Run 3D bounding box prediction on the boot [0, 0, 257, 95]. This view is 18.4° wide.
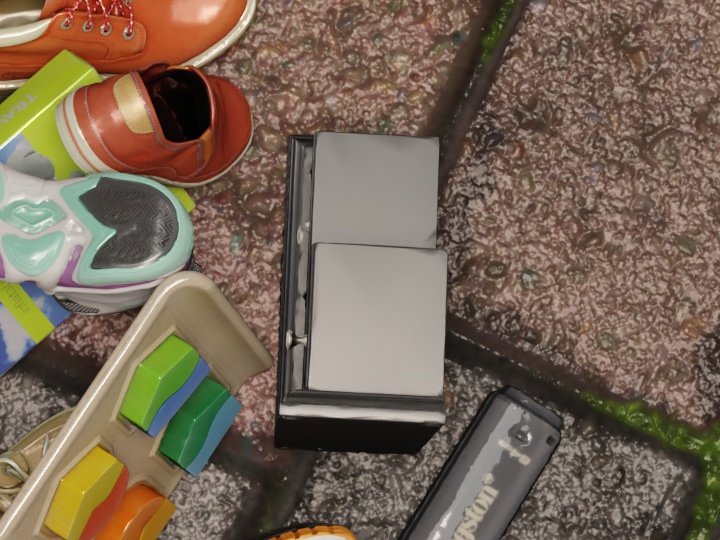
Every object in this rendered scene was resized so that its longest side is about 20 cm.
[{"bbox_3d":[-0.159,-0.158,1.360,0.199,0.107,0.075,-12,79,-7],"label":"boot"}]

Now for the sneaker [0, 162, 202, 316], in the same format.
[{"bbox_3d":[-0.187,-0.012,1.274,0.199,0.140,0.078,12,75,8],"label":"sneaker"}]

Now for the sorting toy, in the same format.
[{"bbox_3d":[-0.129,0.107,1.278,0.036,0.185,0.200,35,81,19],"label":"sorting toy"}]

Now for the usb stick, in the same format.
[{"bbox_3d":[0.054,0.164,1.354,0.055,0.033,0.201,32,80,3],"label":"usb stick"}]

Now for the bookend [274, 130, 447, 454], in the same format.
[{"bbox_3d":[0.000,0.000,1.294,0.092,0.200,0.200,3,81,-3],"label":"bookend"}]

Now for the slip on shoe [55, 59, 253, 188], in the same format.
[{"bbox_3d":[-0.106,-0.091,1.311,0.061,0.200,0.074,-26,84,21],"label":"slip on shoe"}]

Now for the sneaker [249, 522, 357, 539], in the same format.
[{"bbox_3d":[-0.081,0.223,1.325,0.199,0.076,0.092,-28,91,1],"label":"sneaker"}]

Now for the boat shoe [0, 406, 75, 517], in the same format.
[{"bbox_3d":[-0.217,0.163,1.325,0.073,0.063,0.200,40,81,4],"label":"boat shoe"}]

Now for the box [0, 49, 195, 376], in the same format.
[{"bbox_3d":[-0.212,-0.022,1.335,0.200,0.048,0.122,-42,124,-9],"label":"box"}]
